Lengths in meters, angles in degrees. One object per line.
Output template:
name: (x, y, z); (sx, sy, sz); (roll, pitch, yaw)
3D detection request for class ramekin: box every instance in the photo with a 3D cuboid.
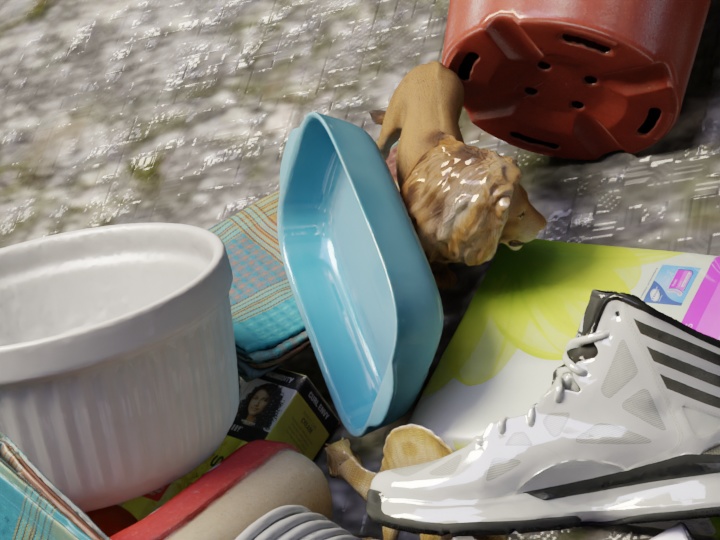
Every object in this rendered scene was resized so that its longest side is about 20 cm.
ramekin: (-0.159, 0.055, 1.219); (0.199, 0.106, 0.200); (-11, 18, 3)

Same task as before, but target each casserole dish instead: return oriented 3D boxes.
casserole dish: (0.000, 0.000, 1.260); (0.039, 0.122, 0.201); (-5, 49, -22)

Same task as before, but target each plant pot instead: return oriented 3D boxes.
plant pot: (0.139, -0.189, 1.378); (0.200, 0.201, 0.196); (-4, 57, 32)

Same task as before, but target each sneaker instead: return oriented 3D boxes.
sneaker: (0.098, 0.070, 1.103); (0.199, 0.076, 0.116); (-6, 84, 10)

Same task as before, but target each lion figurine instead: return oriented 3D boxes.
lion figurine: (0.043, -0.067, 1.299); (0.072, 0.123, 0.201); (0, 45, -20)

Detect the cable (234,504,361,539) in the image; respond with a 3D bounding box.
cable: (-0.050, 0.218, 1.100); (0.069, 0.200, 0.200); (26, 63, 21)

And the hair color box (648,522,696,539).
hair color box: (0.099, 0.222, 1.078); (0.199, 0.065, 0.110); (-30, 58, 9)

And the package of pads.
package of pads: (0.137, 0.063, 1.219); (0.199, 0.068, 0.155); (5, 54, 39)

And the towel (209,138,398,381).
towel: (-0.025, -0.016, 1.390); (0.199, 0.022, 0.147); (-30, 39, -20)

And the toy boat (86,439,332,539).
toy boat: (-0.110, 0.164, 1.193); (0.130, 0.131, 0.200); (18, 28, 25)

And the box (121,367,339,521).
box: (-0.099, 0.146, 1.315); (0.075, 0.050, 0.200); (14, 61, 41)

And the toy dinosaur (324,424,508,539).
toy dinosaur: (0.049, 0.129, 1.180); (0.199, 0.102, 0.058); (-3, 16, 41)

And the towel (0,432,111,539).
towel: (-0.169, 0.194, 1.107); (0.146, 0.201, 0.022); (37, 33, 25)
